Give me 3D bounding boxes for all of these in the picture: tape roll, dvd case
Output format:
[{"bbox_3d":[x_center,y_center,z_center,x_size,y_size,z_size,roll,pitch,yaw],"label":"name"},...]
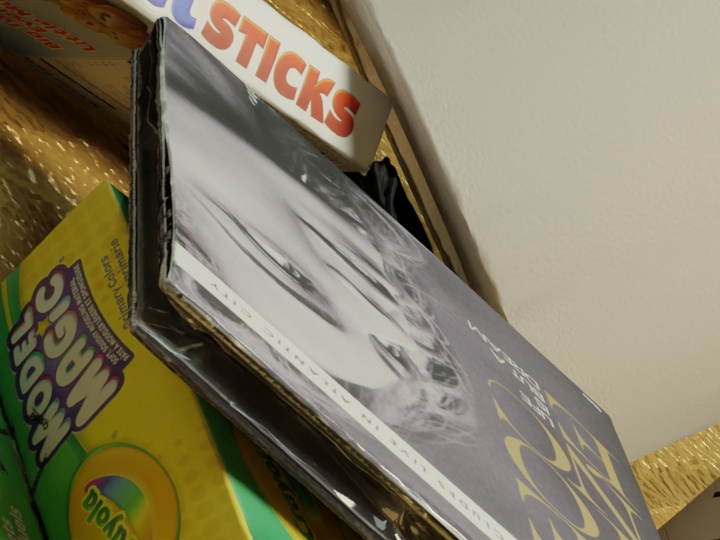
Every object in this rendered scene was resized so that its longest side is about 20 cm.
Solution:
[{"bbox_3d":[0.076,-0.058,0.828,0.203,0.139,0.203,157,-90,-89],"label":"tape roll"},{"bbox_3d":[0.011,0.022,0.612,0.149,0.016,0.200,42,11,-15],"label":"dvd case"}]

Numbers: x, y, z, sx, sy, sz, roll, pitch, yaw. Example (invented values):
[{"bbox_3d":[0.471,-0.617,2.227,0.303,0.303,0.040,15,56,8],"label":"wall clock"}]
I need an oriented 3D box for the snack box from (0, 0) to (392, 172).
[{"bbox_3d":[-0.081,-0.076,0.704,0.072,0.024,0.200,5,-21,44],"label":"snack box"}]

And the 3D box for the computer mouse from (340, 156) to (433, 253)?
[{"bbox_3d":[0.000,0.000,0.814,0.059,0.034,0.200,60,6,-4],"label":"computer mouse"}]

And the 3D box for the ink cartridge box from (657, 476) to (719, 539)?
[{"bbox_3d":[0.132,0.108,0.763,0.044,0.094,0.200,41,15,-23],"label":"ink cartridge box"}]

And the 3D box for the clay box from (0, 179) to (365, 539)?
[{"bbox_3d":[-0.002,0.062,0.587,0.200,0.048,0.115,38,16,-37],"label":"clay box"}]
